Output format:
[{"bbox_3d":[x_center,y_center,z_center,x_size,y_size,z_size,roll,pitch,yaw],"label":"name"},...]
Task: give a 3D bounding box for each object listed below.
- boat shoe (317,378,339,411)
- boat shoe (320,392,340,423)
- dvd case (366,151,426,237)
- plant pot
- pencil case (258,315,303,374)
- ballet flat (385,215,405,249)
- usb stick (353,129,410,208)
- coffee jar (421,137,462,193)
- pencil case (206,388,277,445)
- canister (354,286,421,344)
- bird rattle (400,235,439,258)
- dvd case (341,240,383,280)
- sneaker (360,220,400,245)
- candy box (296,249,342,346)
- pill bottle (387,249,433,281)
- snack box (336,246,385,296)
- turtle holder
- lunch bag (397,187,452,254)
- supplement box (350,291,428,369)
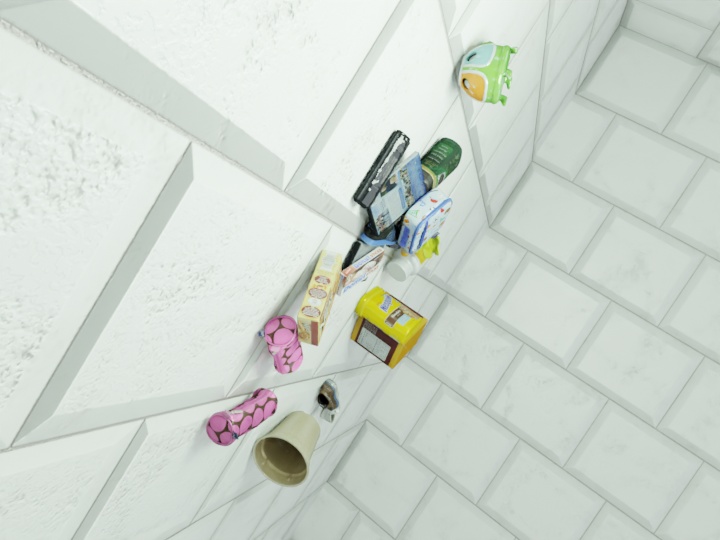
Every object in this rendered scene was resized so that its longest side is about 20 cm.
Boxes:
[{"bbox_3d":[-0.132,0.496,2.026,0.072,0.072,0.201,-40,147,-30],"label":"boat shoe"},{"bbox_3d":[-0.113,0.573,2.199,0.071,0.069,0.201,-38,154,-42],"label":"boat shoe"},{"bbox_3d":[0.093,-0.198,1.361,0.200,0.017,0.143,-42,141,-20],"label":"dvd case"},{"bbox_3d":[-0.227,0.576,1.735,0.202,0.199,0.184,-65,172,27],"label":"plant pot"},{"bbox_3d":[-0.190,0.191,1.288,0.201,0.090,0.094,87,5,-59],"label":"pencil case"},{"bbox_3d":[0.143,-0.151,1.606,0.072,0.072,0.201,-25,144,-59],"label":"ballet flat"},{"bbox_3d":[0.051,-0.241,1.249,0.055,0.033,0.201,30,94,-38],"label":"usb stick"},{"bbox_3d":[0.207,-0.290,1.508,0.200,0.085,0.105,-46,160,-29],"label":"coffee jar"},{"bbox_3d":[-0.287,0.358,1.301,0.200,0.090,0.094,-21,130,-66],"label":"pencil case"},{"bbox_3d":[0.100,0.155,1.813,0.148,0.199,0.087,-29,149,-56],"label":"canister"},{"bbox_3d":[0.180,-0.131,1.686,0.112,0.202,0.163,17,145,-33],"label":"bird rattle"},{"bbox_3d":[0.003,-0.024,1.515,0.143,0.017,0.200,-63,162,16],"label":"dvd case"},{"bbox_3d":[0.074,-0.121,1.475,0.078,0.070,0.200,-57,163,24],"label":"sneaker"},{"bbox_3d":[-0.096,0.064,1.250,0.116,0.055,0.201,96,10,-54],"label":"candy box"},{"bbox_3d":[0.181,-0.052,1.817,0.200,0.111,0.112,-45,160,-34],"label":"pill bottle"},{"bbox_3d":[0.000,0.000,1.450,0.200,0.024,0.072,-35,152,-48],"label":"snack box"},{"bbox_3d":[0.328,-0.524,1.341,0.141,0.131,0.187,27,76,-76],"label":"turtle holder"},{"bbox_3d":[0.178,-0.134,1.484,0.160,0.075,0.200,-42,163,-19],"label":"lunch bag"},{"bbox_3d":[0.107,0.217,1.942,0.197,0.199,0.133,-35,153,-49],"label":"supplement box"}]
